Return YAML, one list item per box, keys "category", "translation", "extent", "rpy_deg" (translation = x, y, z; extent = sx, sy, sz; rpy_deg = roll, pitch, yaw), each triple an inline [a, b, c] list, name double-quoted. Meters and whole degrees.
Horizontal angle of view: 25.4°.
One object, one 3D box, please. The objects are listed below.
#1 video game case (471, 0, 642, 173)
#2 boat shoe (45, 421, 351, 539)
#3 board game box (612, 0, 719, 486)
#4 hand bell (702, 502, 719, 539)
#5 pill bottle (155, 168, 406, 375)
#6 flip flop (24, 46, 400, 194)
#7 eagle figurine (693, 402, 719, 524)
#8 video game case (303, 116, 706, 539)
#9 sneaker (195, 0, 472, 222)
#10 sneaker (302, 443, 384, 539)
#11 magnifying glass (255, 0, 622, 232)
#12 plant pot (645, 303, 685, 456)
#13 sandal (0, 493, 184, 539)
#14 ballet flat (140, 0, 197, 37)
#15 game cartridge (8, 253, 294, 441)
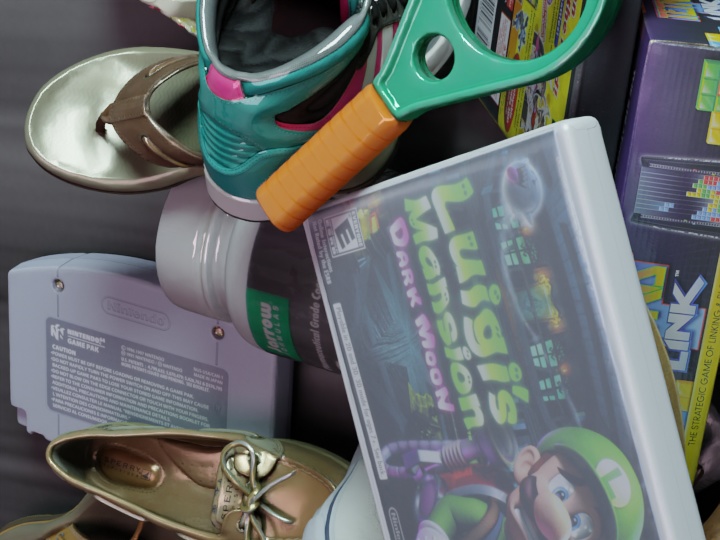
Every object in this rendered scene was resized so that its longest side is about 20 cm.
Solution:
- category: "video game case"
  translation: [0.089, -0.151, 0.712]
  extent: [0.025, 0.181, 0.200]
  rpy_deg: [2, 114, -10]
- category: "boat shoe"
  translation: [-0.089, 0.127, 0.919]
  extent: [0.200, 0.063, 0.073]
  rpy_deg: [4, 82, 28]
- category: "board game box"
  translation: [0.134, -0.027, 0.725]
  extent: [0.057, 0.165, 0.200]
  rpy_deg: [8, 113, 4]
- category: "hand bell"
  translation: [0.178, 0.085, 0.713]
  extent: [0.104, 0.200, 0.104]
  rpy_deg: [23, 158, 10]
- category: "pill bottle"
  translation: [0.000, 0.000, 0.845]
  extent: [0.200, 0.113, 0.113]
  rpy_deg: [15, 115, 24]
- category: "flip flop"
  translation: [-0.079, -0.078, 0.807]
  extent: [0.200, 0.058, 0.081]
  rpy_deg: [7, 78, 18]
- category: "eagle figurine"
  translation: [0.128, 0.161, 0.836]
  extent: [0.151, 0.200, 0.152]
  rpy_deg: [-15, 67, 2]
- category: "video game case"
  translation: [0.055, 0.053, 0.666]
  extent: [0.182, 0.023, 0.200]
  rpy_deg: [-15, 89, 53]
- category: "sneaker"
  translation: [-0.011, -0.129, 0.737]
  extent: [0.084, 0.200, 0.121]
  rpy_deg: [26, 153, 18]
- category: "sneaker"
  translation: [0.023, 0.122, 0.831]
  extent: [0.073, 0.200, 0.071]
  rpy_deg: [42, 117, -13]
- category: "magnifying glass"
  translation: [0.027, -0.083, 0.660]
  extent: [0.200, 0.022, 0.080]
  rpy_deg: [-41, 76, 32]
- category: "plant pot"
  translation: [0.058, 0.061, 0.705]
  extent: [0.200, 0.027, 0.200]
  rpy_deg: [20, 117, 47]
- category: "sandal"
  translation: [-0.175, 0.185, 1.036]
  extent: [0.200, 0.054, 0.080]
  rpy_deg: [-23, 119, 35]
- category: "ballet flat"
  translation: [-0.075, -0.140, 0.865]
  extent: [0.200, 0.064, 0.076]
  rpy_deg: [33, 122, 14]
- category: "game cartridge"
  translation: [-0.130, 0.061, 0.989]
  extent: [0.200, 0.040, 0.134]
  rpy_deg: [15, 119, 24]
